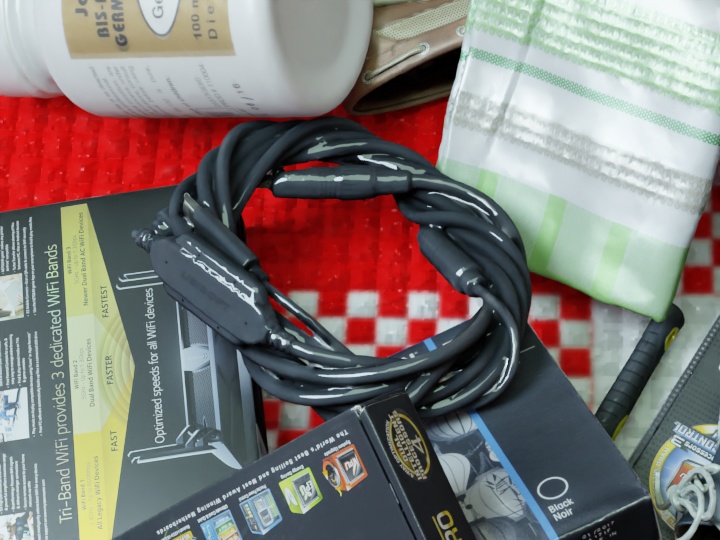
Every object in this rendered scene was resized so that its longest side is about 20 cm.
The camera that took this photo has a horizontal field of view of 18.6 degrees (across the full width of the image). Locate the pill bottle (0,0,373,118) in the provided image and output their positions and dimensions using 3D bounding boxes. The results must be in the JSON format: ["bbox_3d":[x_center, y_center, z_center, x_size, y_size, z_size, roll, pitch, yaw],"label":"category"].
[{"bbox_3d":[-0.104,-0.135,1.128,0.198,0.114,0.115,2,60,30],"label":"pill bottle"}]

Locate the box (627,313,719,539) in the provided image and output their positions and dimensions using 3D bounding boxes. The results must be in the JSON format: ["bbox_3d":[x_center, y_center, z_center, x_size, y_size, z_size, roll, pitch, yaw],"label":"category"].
[{"bbox_3d":[0.236,0.103,1.032,0.199,0.044,0.161,29,68,19],"label":"box"}]

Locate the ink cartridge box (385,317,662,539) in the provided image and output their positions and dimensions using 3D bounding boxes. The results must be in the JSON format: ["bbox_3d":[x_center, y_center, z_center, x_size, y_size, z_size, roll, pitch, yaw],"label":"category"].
[{"bbox_3d":[0.053,0.077,1.020,0.099,0.039,0.200,-25,36,-7],"label":"ink cartridge box"}]

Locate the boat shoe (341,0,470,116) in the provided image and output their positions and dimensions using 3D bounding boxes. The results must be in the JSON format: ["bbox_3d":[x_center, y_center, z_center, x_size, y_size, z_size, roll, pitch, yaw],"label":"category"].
[{"bbox_3d":[0.076,-0.123,1.155,0.198,0.076,0.072,-13,67,7],"label":"boat shoe"}]

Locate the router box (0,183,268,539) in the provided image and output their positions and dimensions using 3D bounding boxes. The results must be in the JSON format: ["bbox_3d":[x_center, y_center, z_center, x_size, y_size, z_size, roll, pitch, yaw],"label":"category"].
[{"bbox_3d":[-0.127,0.061,1.082,0.156,0.052,0.202,-8,62,2],"label":"router box"}]

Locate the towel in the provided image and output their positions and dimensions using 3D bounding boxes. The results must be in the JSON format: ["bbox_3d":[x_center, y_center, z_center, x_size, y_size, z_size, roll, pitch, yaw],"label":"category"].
[{"bbox_3d":[0.111,-0.091,1.073,0.148,0.031,0.202,22,107,28],"label":"towel"}]

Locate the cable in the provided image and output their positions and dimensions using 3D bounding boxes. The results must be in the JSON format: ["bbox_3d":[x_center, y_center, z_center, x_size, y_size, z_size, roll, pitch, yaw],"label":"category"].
[{"bbox_3d":[0.000,0.000,1.054,0.199,0.051,0.163,33,44,25],"label":"cable"}]

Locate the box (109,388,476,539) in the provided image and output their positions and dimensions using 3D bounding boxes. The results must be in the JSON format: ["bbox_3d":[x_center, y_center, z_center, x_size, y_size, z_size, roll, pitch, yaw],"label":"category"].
[{"bbox_3d":[-0.032,0.165,0.942,0.199,0.049,0.162,-29,84,27],"label":"box"}]

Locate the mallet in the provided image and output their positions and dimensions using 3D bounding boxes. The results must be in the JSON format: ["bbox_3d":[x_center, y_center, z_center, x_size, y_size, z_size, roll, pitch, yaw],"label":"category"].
[{"bbox_3d":[0.104,0.088,1.040,0.041,0.066,0.201,19,65,24],"label":"mallet"}]

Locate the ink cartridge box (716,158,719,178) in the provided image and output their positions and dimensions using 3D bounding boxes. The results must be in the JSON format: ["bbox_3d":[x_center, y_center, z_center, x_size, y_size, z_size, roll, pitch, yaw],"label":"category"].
[{"bbox_3d":[0.243,-0.117,1.146,0.161,0.057,0.201,-19,67,-5],"label":"ink cartridge box"}]

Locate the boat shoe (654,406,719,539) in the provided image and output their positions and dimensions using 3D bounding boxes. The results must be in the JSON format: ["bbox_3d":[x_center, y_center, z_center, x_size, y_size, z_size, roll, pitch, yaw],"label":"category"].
[{"bbox_3d":[0.163,0.118,0.967,0.061,0.075,0.202,7,72,-4],"label":"boat shoe"}]
